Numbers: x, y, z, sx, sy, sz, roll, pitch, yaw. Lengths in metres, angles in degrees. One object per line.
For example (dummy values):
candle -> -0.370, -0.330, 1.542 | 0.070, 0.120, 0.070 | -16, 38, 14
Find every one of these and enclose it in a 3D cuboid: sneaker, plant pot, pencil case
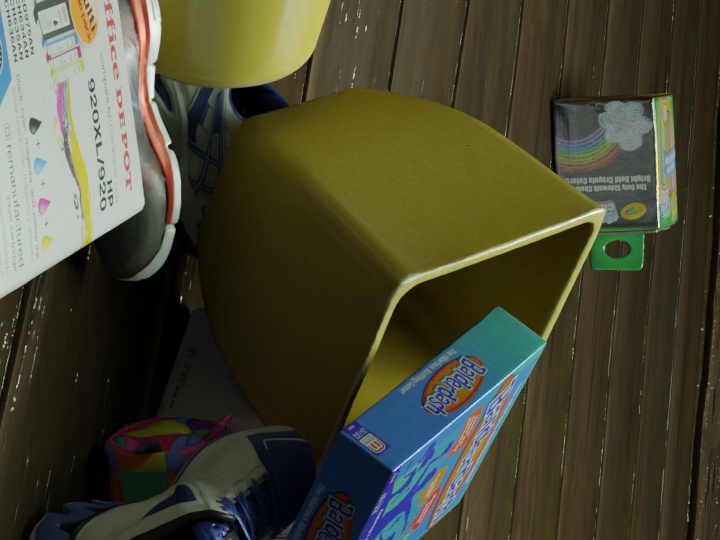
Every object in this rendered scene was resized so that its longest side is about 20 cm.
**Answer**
sneaker -> -0.089, 0.163, 1.574 | 0.199, 0.115, 0.081 | -21, 109, -39
sneaker -> -0.167, -0.087, 1.600 | 0.082, 0.077, 0.200 | -18, 107, -45
plant pot -> 0.003, -0.009, 1.742 | 0.194, 0.200, 0.196 | -19, 144, -40
plant pot -> -0.087, -0.227, 1.662 | 0.201, 0.201, 0.189 | -68, 168, -53
sneaker -> -0.088, -0.084, 1.793 | 0.075, 0.088, 0.200 | -78, 160, -43
pencil case -> -0.117, 0.191, 1.682 | 0.088, 0.088, 0.200 | -39, 127, -70

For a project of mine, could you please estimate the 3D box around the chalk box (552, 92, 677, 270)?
chalk box -> 0.295, -0.101, 3.025 | 0.124, 0.124, 0.200 | -21, 110, -72

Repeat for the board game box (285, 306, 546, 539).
board game box -> 0.027, 0.125, 1.644 | 0.200, 0.045, 0.152 | -37, 157, -51

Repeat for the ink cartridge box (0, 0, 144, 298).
ink cartridge box -> -0.211, -0.074, 1.276 | 0.200, 0.145, 0.147 | -41, 127, -70

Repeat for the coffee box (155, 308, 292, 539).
coffee box -> -0.070, 0.135, 1.846 | 0.113, 0.080, 0.200 | -75, 157, -45
